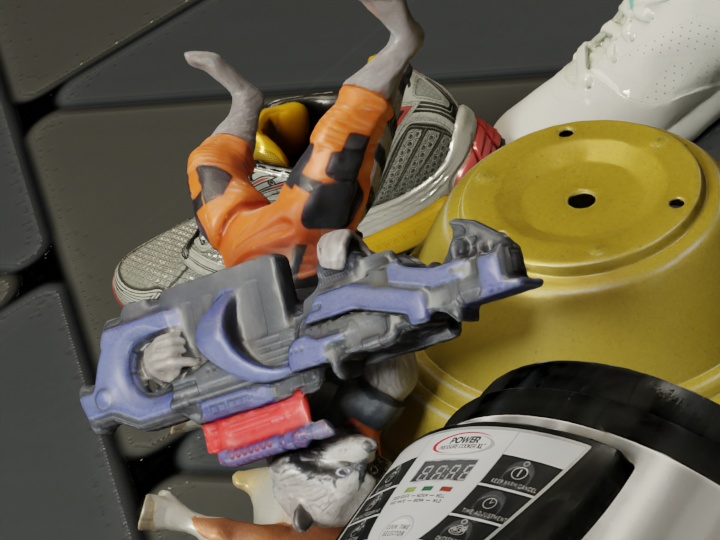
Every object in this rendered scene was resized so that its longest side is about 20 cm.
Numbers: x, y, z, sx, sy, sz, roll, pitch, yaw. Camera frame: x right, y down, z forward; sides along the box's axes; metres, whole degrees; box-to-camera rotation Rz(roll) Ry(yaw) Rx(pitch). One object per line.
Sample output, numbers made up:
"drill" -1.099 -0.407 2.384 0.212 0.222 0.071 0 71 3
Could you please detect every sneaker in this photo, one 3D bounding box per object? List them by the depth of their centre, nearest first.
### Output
"sneaker" 0.132 -0.104 1.237 0.200 0.089 0.075 -25 34 20
"sneaker" -0.035 -0.036 1.281 0.200 0.082 0.078 -29 32 30

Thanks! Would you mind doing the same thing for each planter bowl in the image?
"planter bowl" 0.087 0.002 1.091 0.200 0.084 0.201 -8 37 6

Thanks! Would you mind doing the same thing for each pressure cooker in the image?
"pressure cooker" 0.073 0.127 0.908 0.176 0.179 0.200 31 60 12

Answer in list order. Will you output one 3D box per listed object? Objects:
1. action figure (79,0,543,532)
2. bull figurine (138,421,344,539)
"action figure" 0.000 0.000 1.057 0.199 0.104 0.194 -9 73 36
"bull figurine" -0.023 0.102 1.097 0.121 0.065 0.200 16 33 -2
